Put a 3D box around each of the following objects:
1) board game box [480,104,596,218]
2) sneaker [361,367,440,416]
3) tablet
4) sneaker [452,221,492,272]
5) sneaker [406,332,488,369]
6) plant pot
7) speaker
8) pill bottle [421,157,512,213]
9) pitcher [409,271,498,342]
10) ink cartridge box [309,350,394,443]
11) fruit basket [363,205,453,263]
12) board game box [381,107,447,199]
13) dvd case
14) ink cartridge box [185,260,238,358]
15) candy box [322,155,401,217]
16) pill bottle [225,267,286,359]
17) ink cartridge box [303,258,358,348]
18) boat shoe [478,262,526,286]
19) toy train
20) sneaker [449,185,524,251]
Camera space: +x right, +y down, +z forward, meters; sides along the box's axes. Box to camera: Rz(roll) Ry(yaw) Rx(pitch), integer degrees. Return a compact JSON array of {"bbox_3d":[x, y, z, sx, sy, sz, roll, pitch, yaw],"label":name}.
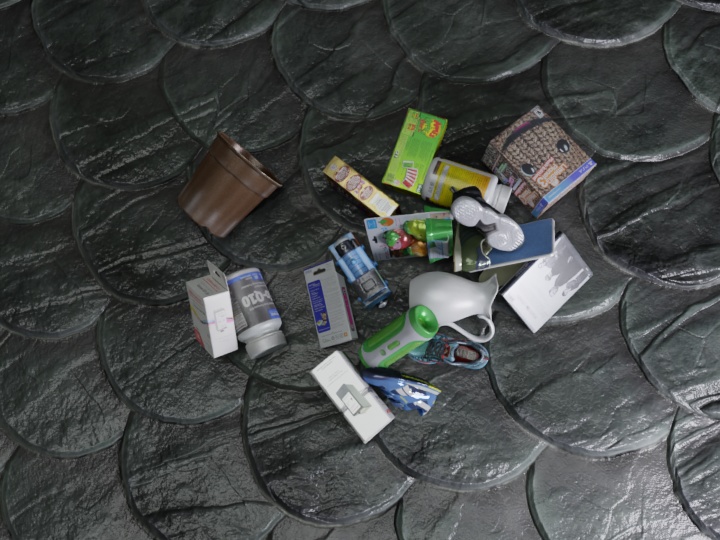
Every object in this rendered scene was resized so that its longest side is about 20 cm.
[{"bbox_3d":[0.416,-0.256,1.618,0.159,0.097,0.200,-39,79,-12],"label":"board game box"},{"bbox_3d":[0.089,0.278,1.573,0.200,0.074,0.082,21,96,-21],"label":"sneaker"},{"bbox_3d":[0.346,-0.057,1.581,0.200,0.014,0.130,-12,39,25],"label":"tablet"},{"bbox_3d":[0.262,-0.059,1.589,0.090,0.200,0.067,1,124,11],"label":"sneaker"},{"bbox_3d":[0.199,0.181,1.593,0.200,0.096,0.079,5,82,8],"label":"sneaker"},{"bbox_3d":[-0.331,-0.201,1.679,0.200,0.200,0.198,43,96,11],"label":"plant pot"},{"bbox_3d":[0.085,0.157,1.571,0.200,0.088,0.089,-39,76,38],"label":"speaker"},{"bbox_3d":[0.253,-0.191,1.637,0.200,0.109,0.109,20,84,10],"label":"pill bottle"},{"bbox_3d":[0.216,0.088,1.603,0.200,0.121,0.172,1,108,8],"label":"pitcher"},{"bbox_3d":[-0.015,0.288,1.579,0.084,0.146,0.200,-39,79,-1],"label":"ink cartridge box"},{"bbox_3d":[0.119,-0.073,1.600,0.200,0.185,0.094,-10,59,3],"label":"fruit basket"},{"bbox_3d":[0.135,-0.289,1.698,0.101,0.048,0.200,19,84,9],"label":"board game box"},{"bbox_3d":[0.428,0.029,1.581,0.200,0.025,0.150,-44,118,-1],"label":"dvd case"},{"bbox_3d":[-0.353,0.089,1.617,0.067,0.116,0.200,-18,118,-29],"label":"ink cartridge box"},{"bbox_3d":[0.007,-0.185,1.663,0.200,0.117,0.056,37,87,10],"label":"candy box"},{"bbox_3d":[-0.259,0.104,1.653,0.114,0.114,0.200,-26,80,3],"label":"pill bottle"},{"bbox_3d":[-0.073,0.081,1.656,0.095,0.037,0.200,-19,81,31],"label":"ink cartridge box"},{"bbox_3d":[0.362,-0.032,1.626,0.201,0.063,0.074,-38,119,10],"label":"boat shoe"},{"bbox_3d":[0.000,0.000,1.636,0.087,0.114,0.200,-33,79,1],"label":"toy train"},{"bbox_3d":[0.281,-0.126,1.541,0.200,0.114,0.076,29,118,-22],"label":"sneaker"}]
